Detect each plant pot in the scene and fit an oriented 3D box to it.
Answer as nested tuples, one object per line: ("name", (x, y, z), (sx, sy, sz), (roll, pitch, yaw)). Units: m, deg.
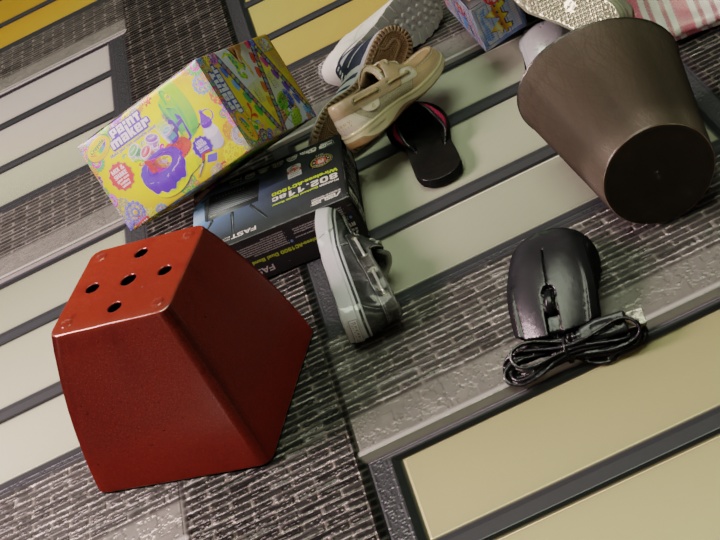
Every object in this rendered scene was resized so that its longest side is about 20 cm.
("plant pot", (-0.189, 0.075, 1.407), (0.199, 0.177, 0.200), (-13, 35, 23))

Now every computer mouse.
("computer mouse", (0.184, 0.015, 1.328), (0.138, 0.053, 0.200), (-20, 32, 13))
("computer mouse", (0.229, -0.294, 1.748), (0.109, 0.044, 0.200), (-18, 33, 14))

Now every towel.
("towel", (0.390, -0.350, 1.641), (0.199, 0.030, 0.147), (-19, 73, 9))

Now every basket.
("basket", (0.266, -0.145, 1.429), (0.180, 0.136, 0.200), (-19, 36, 4))

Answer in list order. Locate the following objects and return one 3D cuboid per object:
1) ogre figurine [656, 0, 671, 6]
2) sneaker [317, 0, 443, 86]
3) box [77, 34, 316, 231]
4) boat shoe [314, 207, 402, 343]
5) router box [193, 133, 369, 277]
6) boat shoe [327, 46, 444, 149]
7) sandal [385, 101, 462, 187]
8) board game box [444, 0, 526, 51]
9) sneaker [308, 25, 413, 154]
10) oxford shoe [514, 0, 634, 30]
("ogre figurine", (0.363, -0.387, 1.734), (0.120, 0.098, 0.200), (-35, 24, 5))
("sneaker", (0.026, -0.318, 1.917), (0.200, 0.077, 0.080), (-40, 24, -21))
("box", (-0.193, -0.168, 1.708), (0.200, 0.122, 0.193), (-31, 4, 28))
("boat shoe", (0.000, 0.000, 1.488), (0.071, 0.072, 0.200), (-18, 42, -1))
("router box", (-0.095, -0.064, 1.644), (0.199, 0.062, 0.150), (-23, 33, 8))
("boat shoe", (0.032, -0.221, 1.697), (0.072, 0.065, 0.200), (-19, 22, 49))
("sandal", (0.072, -0.163, 1.677), (0.075, 0.045, 0.200), (-27, 32, 2))
("board game box", (0.191, -0.355, 1.784), (0.199, 0.062, 0.200), (-20, 29, 15))
("sneaker", (-0.011, -0.213, 1.794), (0.200, 0.070, 0.108), (-58, 17, -12))
("oxford shoe", (0.239, -0.321, 1.659), (0.058, 0.075, 0.200), (-9, 39, -48))
